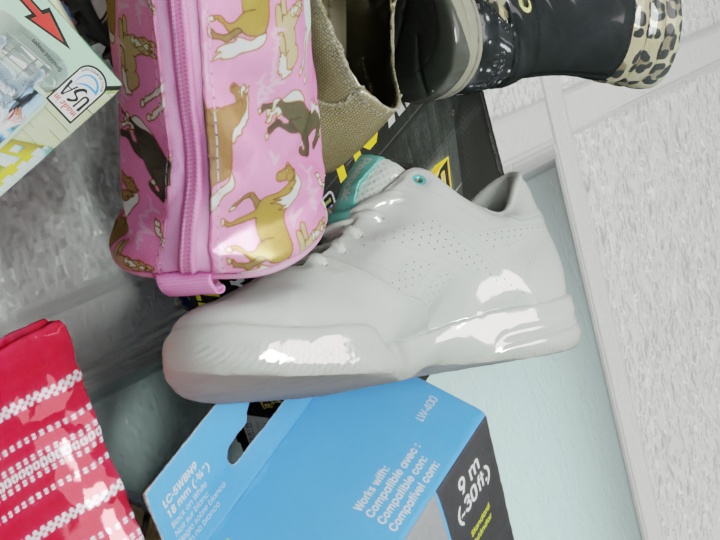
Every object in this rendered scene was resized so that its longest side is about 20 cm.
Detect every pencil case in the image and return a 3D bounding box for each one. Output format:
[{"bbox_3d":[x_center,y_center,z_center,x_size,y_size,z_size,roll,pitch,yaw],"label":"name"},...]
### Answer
[{"bbox_3d":[-0.053,-0.093,0.752,0.086,0.083,0.201,-23,124,-32],"label":"pencil case"}]

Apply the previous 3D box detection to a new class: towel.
[{"bbox_3d":[-0.114,0.129,0.764,0.144,0.022,0.201,-29,99,-51],"label":"towel"}]

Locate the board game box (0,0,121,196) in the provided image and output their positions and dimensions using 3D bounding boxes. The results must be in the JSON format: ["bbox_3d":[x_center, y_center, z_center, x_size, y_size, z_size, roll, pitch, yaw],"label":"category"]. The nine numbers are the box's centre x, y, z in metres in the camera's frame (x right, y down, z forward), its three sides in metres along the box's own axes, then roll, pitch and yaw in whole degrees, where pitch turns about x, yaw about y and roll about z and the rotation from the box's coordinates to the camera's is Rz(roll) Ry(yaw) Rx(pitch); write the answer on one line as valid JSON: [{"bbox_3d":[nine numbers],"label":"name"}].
[{"bbox_3d":[-0.176,-0.075,0.655,0.029,0.135,0.200,47,-1,44],"label":"board game box"}]

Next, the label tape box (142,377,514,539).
[{"bbox_3d":[0.000,0.123,0.886,0.144,0.063,0.201,-53,140,-41],"label":"label tape box"}]

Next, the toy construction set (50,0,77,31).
[{"bbox_3d":[-0.155,-0.149,0.702,0.092,0.130,0.201,-121,-152,-61],"label":"toy construction set"}]

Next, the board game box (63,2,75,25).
[{"bbox_3d":[-0.128,-0.162,0.868,0.158,0.039,0.201,51,39,-44],"label":"board game box"}]

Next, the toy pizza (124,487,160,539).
[{"bbox_3d":[-0.088,0.178,0.837,0.200,0.032,0.201,32,53,-56],"label":"toy pizza"}]

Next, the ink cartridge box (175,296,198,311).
[{"bbox_3d":[-0.050,-0.070,0.969,0.099,0.039,0.201,31,65,-57],"label":"ink cartridge box"}]

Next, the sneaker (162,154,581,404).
[{"bbox_3d":[0.000,0.000,0.838,0.200,0.075,0.089,-7,86,-47],"label":"sneaker"}]

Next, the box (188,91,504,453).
[{"bbox_3d":[-0.003,-0.023,0.970,0.200,0.049,0.160,-51,132,-45],"label":"box"}]

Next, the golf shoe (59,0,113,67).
[{"bbox_3d":[-0.083,-0.152,0.793,0.078,0.094,0.200,-100,164,-61],"label":"golf shoe"}]

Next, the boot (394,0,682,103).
[{"bbox_3d":[0.050,-0.164,0.964,0.153,0.073,0.204,-2,67,-41],"label":"boot"}]

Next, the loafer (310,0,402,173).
[{"bbox_3d":[-0.014,-0.131,0.868,0.076,0.067,0.201,14,68,-55],"label":"loafer"}]
